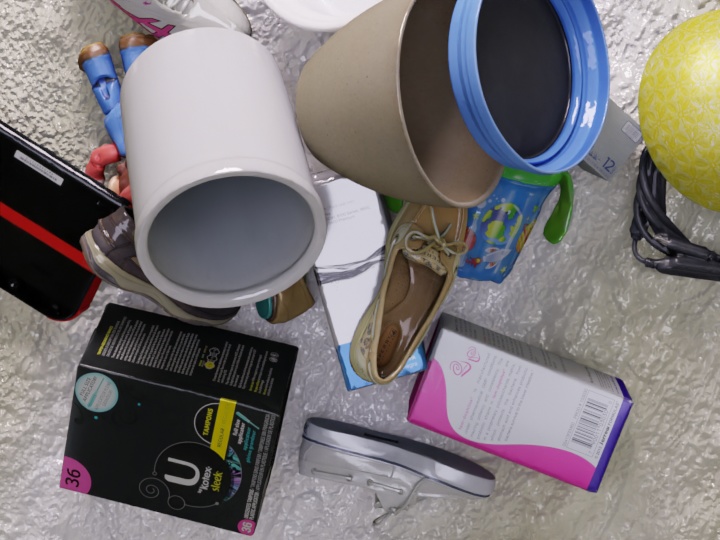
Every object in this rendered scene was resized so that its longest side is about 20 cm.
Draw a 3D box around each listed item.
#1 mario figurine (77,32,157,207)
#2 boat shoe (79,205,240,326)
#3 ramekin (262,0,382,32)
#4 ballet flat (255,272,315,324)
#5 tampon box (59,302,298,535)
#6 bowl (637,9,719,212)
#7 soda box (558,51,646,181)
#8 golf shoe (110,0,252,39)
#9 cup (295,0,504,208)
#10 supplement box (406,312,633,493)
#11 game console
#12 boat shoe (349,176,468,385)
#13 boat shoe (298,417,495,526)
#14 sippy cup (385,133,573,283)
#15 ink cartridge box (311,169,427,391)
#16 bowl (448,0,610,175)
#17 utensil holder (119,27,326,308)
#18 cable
[{"bbox_3d":[-0.221,-0.127,1.771,0.123,0.106,0.201,-15,86,41],"label":"mario figurine"},{"bbox_3d":[-0.178,-0.005,1.725,0.073,0.200,0.075,-46,50,18],"label":"boat shoe"},{"bbox_3d":[-0.003,-0.315,1.676,0.199,0.098,0.202,-3,83,29],"label":"ramekin"},{"bbox_3d":[-0.087,-0.049,1.778,0.063,0.069,0.201,-13,101,-24],"label":"ballet flat"},{"bbox_3d":[-0.178,0.144,1.747,0.199,0.126,0.151,13,118,0],"label":"tampon box"},{"bbox_3d":[0.372,-0.160,1.677,0.199,0.108,0.202,2,82,-13],"label":"bowl"},{"bbox_3d":[0.178,-0.174,1.708,0.200,0.068,0.064,39,91,-19],"label":"soda box"},{"bbox_3d":[-0.199,-0.267,1.730,0.199,0.092,0.073,28,96,-3],"label":"golf shoe"},{"bbox_3d":[0.028,-0.151,1.594,0.143,0.200,0.202,-4,99,34],"label":"cup"},{"bbox_3d":[0.154,0.128,1.762,0.199,0.103,0.102,21,99,-2],"label":"supplement box"},{"bbox_3d":[-0.334,-0.054,1.757,0.199,0.031,0.177,31,124,0],"label":"game console"},{"bbox_3d":[0.052,0.012,1.630,0.073,0.063,0.201,20,89,-13],"label":"boat shoe"},{"bbox_3d":[0.032,0.215,1.793,0.201,0.075,0.087,15,98,3],"label":"boat shoe"},{"bbox_3d":[0.115,-0.063,1.724,0.177,0.140,0.131,19,105,5],"label":"sippy cup"},{"bbox_3d":[0.000,0.000,1.729,0.084,0.145,0.201,-15,97,3],"label":"ink cartridge box"},{"bbox_3d":[0.151,-0.185,1.596,0.039,0.200,0.202,-4,100,43],"label":"bowl"},{"bbox_3d":[-0.131,-0.096,1.612,0.169,0.201,0.171,-9,138,-8],"label":"utensil holder"},{"bbox_3d":[0.366,-0.069,1.757,0.199,0.051,0.164,6,90,-2],"label":"cable"}]
